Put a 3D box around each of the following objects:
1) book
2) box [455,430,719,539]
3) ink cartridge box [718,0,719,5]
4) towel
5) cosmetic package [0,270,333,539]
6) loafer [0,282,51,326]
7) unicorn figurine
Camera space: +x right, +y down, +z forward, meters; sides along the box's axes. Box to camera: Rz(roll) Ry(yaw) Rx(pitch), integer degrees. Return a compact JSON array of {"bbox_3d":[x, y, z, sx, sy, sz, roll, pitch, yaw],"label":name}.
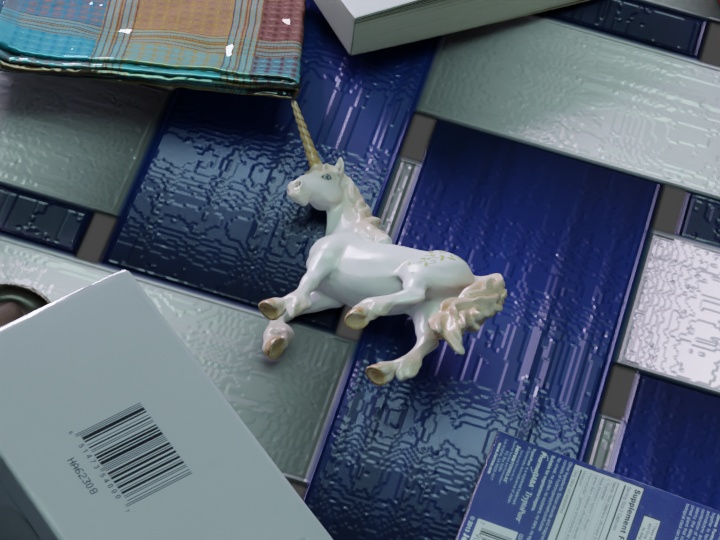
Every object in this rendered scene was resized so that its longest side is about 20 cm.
[{"bbox_3d":[0.053,-0.217,1.847,0.199,0.048,0.134,-17,52,-22],"label":"book"},{"bbox_3d":[0.151,0.176,1.582,0.199,0.032,0.122,19,54,9],"label":"box"},{"bbox_3d":[0.290,-0.208,1.791,0.083,0.176,0.201,-5,54,-10],"label":"ink cartridge box"},{"bbox_3d":[-0.134,-0.158,1.772,0.199,0.022,0.147,6,32,-2],"label":"towel"},{"bbox_3d":[-0.122,0.148,1.467,0.122,0.201,0.200,-25,61,-26],"label":"cosmetic package"},{"bbox_3d":[-0.218,0.062,1.579,0.073,0.071,0.200,18,36,6],"label":"loafer"},{"bbox_3d":[0.000,0.000,1.668,0.199,0.074,0.137,27,46,22],"label":"unicorn figurine"}]
